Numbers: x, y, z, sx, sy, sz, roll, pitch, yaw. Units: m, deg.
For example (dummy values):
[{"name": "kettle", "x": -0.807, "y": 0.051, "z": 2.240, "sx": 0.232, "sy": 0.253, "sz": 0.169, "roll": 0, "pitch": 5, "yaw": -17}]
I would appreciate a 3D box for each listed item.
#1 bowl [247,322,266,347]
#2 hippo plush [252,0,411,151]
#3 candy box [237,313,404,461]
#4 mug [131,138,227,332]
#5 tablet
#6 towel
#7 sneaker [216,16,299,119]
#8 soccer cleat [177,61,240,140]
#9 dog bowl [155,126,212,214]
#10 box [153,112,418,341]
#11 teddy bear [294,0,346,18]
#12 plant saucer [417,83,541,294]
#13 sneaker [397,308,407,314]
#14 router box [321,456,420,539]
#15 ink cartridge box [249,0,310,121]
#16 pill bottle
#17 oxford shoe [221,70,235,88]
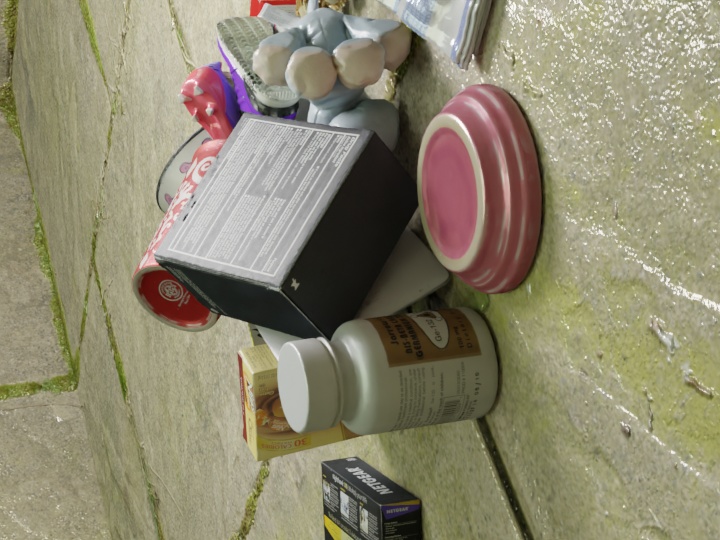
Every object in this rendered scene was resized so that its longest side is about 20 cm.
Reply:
[{"name": "bowl", "x": -0.041, "y": 0.068, "z": 1.718, "sx": 0.094, "sy": 0.201, "sz": 0.202, "roll": -18, "pitch": 74, "yaw": 24}, {"name": "hippo plush", "x": -0.038, "y": -0.190, "z": 1.590, "sx": 0.200, "sy": 0.159, "sz": 0.161, "roll": 29, "pitch": 137, "yaw": 42}, {"name": "candy box", "x": -0.029, "y": 0.125, "z": 1.588, "sx": 0.055, "sy": 0.199, "sz": 0.116, "roll": -130, "pitch": 33, "yaw": -52}, {"name": "mug", "x": -0.179, "y": -0.052, "z": 1.685, "sx": 0.178, "sy": 0.133, "sz": 0.200, "roll": 76, "pitch": -149, "yaw": -44}, {"name": "tablet", "x": -0.014, "y": 0.027, "z": 1.558, "sx": 0.130, "sy": 0.199, "sz": 0.014, "roll": 52, "pitch": 169, "yaw": 54}, {"name": "towel", "x": 0.054, "y": -0.302, "z": 1.414, "sx": 0.200, "sy": 0.024, "sz": 0.147, "roll": 43, "pitch": 138, "yaw": 29}, {"name": "sneaker", "x": -0.127, "y": -0.222, "z": 1.748, "sx": 0.200, "sy": 0.069, "sz": 0.100, "roll": -116, "pitch": 24, "yaw": -44}, {"name": "soccer cleat", "x": -0.148, "y": -0.160, "z": 1.788, "sx": 0.067, "sy": 0.077, "sz": 0.200, "roll": -15, "pitch": 114, "yaw": 41}, {"name": "dog bowl", "x": -0.163, "y": -0.117, "z": 1.906, "sx": 0.074, "sy": 0.200, "sz": 0.200, "roll": 50, "pitch": 146, "yaw": 22}, {"name": "box", "x": -0.074, "y": -0.045, "z": 1.542, "sx": 0.198, "sy": 0.123, "sz": 0.200, "roll": 13, "pitch": 65, "yaw": 43}, {"name": "teddy bear", "x": -0.058, "y": -0.380, "z": 1.727, "sx": 0.200, "sy": 0.066, "sz": 0.145, "roll": 63, "pitch": 152, "yaw": 32}, {"name": "plant saucer", "x": 0.106, "y": -0.076, "z": 1.400, "sx": 0.200, "sy": 0.051, "sz": 0.202, "roll": 173, "pitch": 90, "yaw": -68}, {"name": "sneaker", "x": 0.000, "y": 0.000, "z": 1.644, "sx": 0.075, "sy": 0.088, "sz": 0.201, "roll": 162, "pitch": 101, "yaw": -70}, {"name": "router box", "x": 0.012, "y": 0.325, "z": 1.756, "sx": 0.200, "sy": 0.052, "sz": 0.158, "roll": -159, "pitch": 65, "yaw": -67}, {"name": "ink cartridge box", "x": -0.080, "y": -0.258, "z": 1.805, "sx": 0.200, "sy": 0.067, "sz": 0.117, "roll": -124, "pitch": 35, "yaw": -50}, {"name": "pill bottle", "x": 0.025, "y": 0.102, "z": 1.450, "sx": 0.114, "sy": 0.199, "sz": 0.115, "roll": 174, "pitch": 90, "yaw": -68}, {"name": "oxford shoe", "x": -0.161, "y": -0.217, "z": 1.896, "sx": 0.058, "sy": 0.075, "sz": 0.200, "roll": 48, "pitch": -170, "yaw": 22}]
